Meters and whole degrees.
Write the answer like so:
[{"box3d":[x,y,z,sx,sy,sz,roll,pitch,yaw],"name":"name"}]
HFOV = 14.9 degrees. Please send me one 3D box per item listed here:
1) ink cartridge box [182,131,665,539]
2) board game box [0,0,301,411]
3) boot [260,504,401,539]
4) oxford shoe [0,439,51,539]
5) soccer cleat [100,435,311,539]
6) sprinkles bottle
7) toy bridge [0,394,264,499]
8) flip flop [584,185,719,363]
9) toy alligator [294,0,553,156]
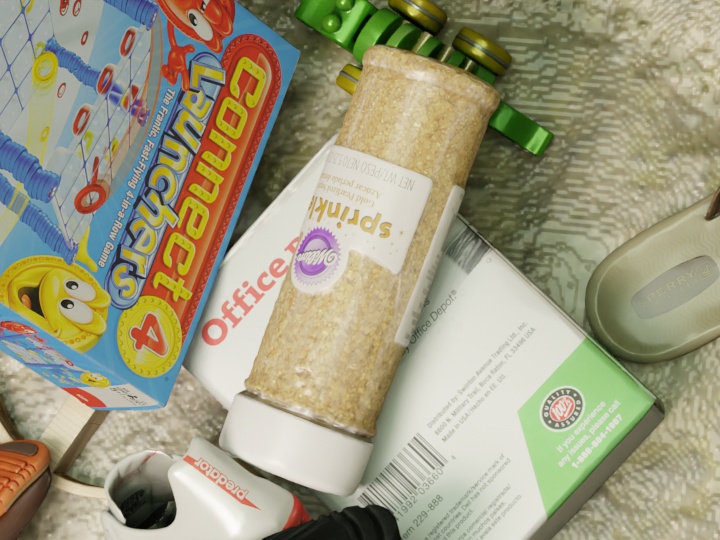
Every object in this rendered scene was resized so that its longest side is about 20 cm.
[{"box3d":[0.026,0.050,1.328,0.200,0.084,0.146,44,93,12],"name":"ink cartridge box"},{"box3d":[-0.141,-0.066,1.274,0.056,0.196,0.200,-4,60,47],"name":"board game box"},{"box3d":[-0.043,0.204,1.210,0.198,0.073,0.163,-18,111,-4],"name":"boot"},{"box3d":[-0.212,0.164,1.330,0.071,0.073,0.200,7,46,47],"name":"oxford shoe"},{"box3d":[-0.095,0.125,1.300,0.085,0.200,0.069,44,60,-13],"name":"soccer cleat"},{"box3d":[0.000,0.000,1.261,0.068,0.068,0.201,20,88,12],"name":"sprinkles bottle"},{"box3d":[-0.142,0.076,1.387,0.200,0.027,0.067,37,92,12],"name":"toy bridge"},{"box3d":[0.195,-0.024,1.317,0.200,0.058,0.081,-32,79,6],"name":"flip flop"},{"box3d":[0.007,-0.116,1.364,0.200,0.054,0.059,34,91,12],"name":"toy alligator"}]
